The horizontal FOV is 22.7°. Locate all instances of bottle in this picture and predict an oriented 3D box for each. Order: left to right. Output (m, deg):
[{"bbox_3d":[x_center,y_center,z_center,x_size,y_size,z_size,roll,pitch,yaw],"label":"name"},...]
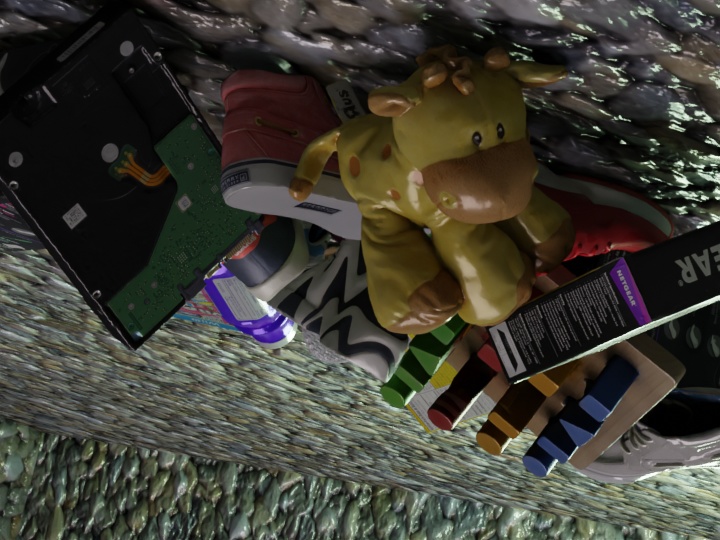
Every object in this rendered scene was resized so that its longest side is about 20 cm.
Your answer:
[{"bbox_3d":[-0.107,0.008,1.672,0.065,0.084,0.200,-4,149,13],"label":"bottle"}]

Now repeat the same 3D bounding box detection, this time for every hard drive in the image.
[{"bbox_3d":[-0.162,-0.062,1.216,0.038,0.140,0.200,26,156,51],"label":"hard drive"}]

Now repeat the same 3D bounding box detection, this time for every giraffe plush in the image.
[{"bbox_3d":[0.063,-0.074,1.151,0.200,0.172,0.162,47,154,2],"label":"giraffe plush"}]

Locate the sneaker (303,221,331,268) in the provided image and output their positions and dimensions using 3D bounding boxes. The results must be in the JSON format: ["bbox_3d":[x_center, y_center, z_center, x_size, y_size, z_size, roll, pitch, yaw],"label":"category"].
[{"bbox_3d":[-0.051,-0.030,1.585,0.072,0.072,0.200,-29,172,4],"label":"sneaker"}]

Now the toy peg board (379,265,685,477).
[{"bbox_3d":[0.119,0.085,1.423,0.199,0.098,0.200,40,150,5],"label":"toy peg board"}]

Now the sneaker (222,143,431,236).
[{"bbox_3d":[-0.015,-0.077,1.363,0.199,0.077,0.084,13,-162,-19],"label":"sneaker"}]

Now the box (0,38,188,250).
[{"bbox_3d":[-0.237,-0.089,1.329,0.106,0.123,0.199,24,164,-39],"label":"box"}]

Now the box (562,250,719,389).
[{"bbox_3d":[0.226,0.046,1.535,0.199,0.107,0.122,21,165,-34],"label":"box"}]

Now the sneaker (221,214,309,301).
[{"bbox_3d":[-0.094,-0.053,1.422,0.085,0.075,0.200,45,-174,-24],"label":"sneaker"}]

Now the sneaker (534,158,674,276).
[{"bbox_3d":[0.139,-0.014,1.335,0.199,0.116,0.078,18,166,-20],"label":"sneaker"}]

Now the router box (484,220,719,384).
[{"bbox_3d":[0.206,0.011,1.241,0.199,0.051,0.149,-19,173,-39],"label":"router box"}]

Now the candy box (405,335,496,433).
[{"bbox_3d":[0.064,0.080,1.717,0.102,0.027,0.200,-17,133,23],"label":"candy box"}]

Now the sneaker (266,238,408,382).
[{"bbox_3d":[0.000,0.000,1.445,0.079,0.130,0.199,32,180,-22],"label":"sneaker"}]

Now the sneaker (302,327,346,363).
[{"bbox_3d":[0.034,0.016,1.597,0.199,0.076,0.115,-21,-165,-9],"label":"sneaker"}]

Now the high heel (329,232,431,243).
[{"bbox_3d":[0.062,-0.024,1.476,0.199,0.068,0.096,23,-177,25],"label":"high heel"}]

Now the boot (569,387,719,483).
[{"bbox_3d":[0.247,0.130,1.512,0.199,0.074,0.095,-9,151,33],"label":"boot"}]

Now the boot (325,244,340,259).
[{"bbox_3d":[0.039,0.030,1.739,0.199,0.073,0.155,7,165,36],"label":"boot"}]

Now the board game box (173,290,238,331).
[{"bbox_3d":[-0.167,0.006,1.851,0.146,0.065,0.200,11,168,8],"label":"board game box"}]

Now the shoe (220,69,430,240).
[{"bbox_3d":[-0.019,-0.081,1.274,0.199,0.092,0.071,12,157,-43],"label":"shoe"}]
